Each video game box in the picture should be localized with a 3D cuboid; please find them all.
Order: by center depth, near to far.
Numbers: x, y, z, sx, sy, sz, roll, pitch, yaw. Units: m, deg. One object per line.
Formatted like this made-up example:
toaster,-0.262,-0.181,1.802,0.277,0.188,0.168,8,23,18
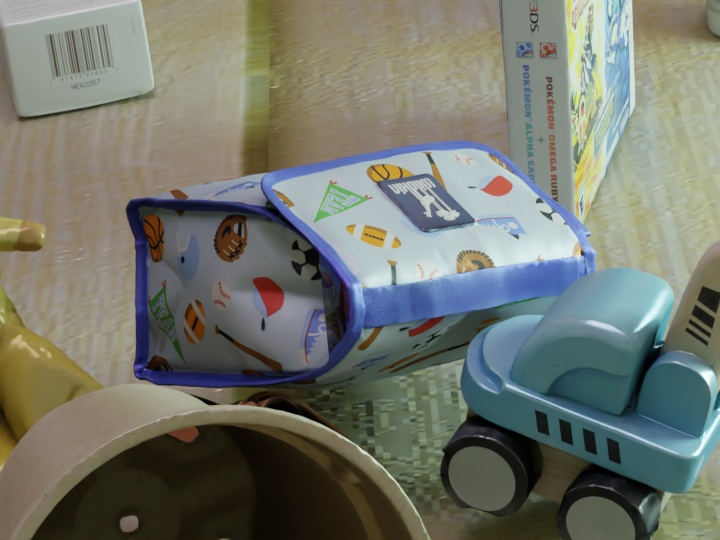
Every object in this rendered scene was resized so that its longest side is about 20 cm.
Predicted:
video game box,0.128,-0.143,1.787,0.047,0.183,0.200,1,28,16

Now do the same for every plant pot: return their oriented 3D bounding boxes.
plant pot,-0.084,0.135,1.301,0.200,0.201,0.183,-14,16,-13

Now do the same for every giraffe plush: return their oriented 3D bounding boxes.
giraffe plush,-0.220,0.062,1.519,0.172,0.201,0.162,-16,-1,-11

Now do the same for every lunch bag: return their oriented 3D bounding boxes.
lunch bag,0.000,0.000,1.519,0.169,0.124,0.200,-10,8,-36

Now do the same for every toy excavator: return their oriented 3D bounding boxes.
toy excavator,0.148,0.039,1.404,0.194,0.201,0.100,21,34,15

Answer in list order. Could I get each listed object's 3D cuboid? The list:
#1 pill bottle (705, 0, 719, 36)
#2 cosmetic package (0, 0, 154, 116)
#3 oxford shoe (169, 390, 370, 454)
pill bottle,0.264,-0.260,1.964,0.104,0.201,0.104,-5,26,3
cosmetic package,-0.212,-0.183,2.077,0.101,0.074,0.200,-11,25,-8
oxford shoe,-0.053,0.088,1.496,0.071,0.072,0.200,-29,32,-34
